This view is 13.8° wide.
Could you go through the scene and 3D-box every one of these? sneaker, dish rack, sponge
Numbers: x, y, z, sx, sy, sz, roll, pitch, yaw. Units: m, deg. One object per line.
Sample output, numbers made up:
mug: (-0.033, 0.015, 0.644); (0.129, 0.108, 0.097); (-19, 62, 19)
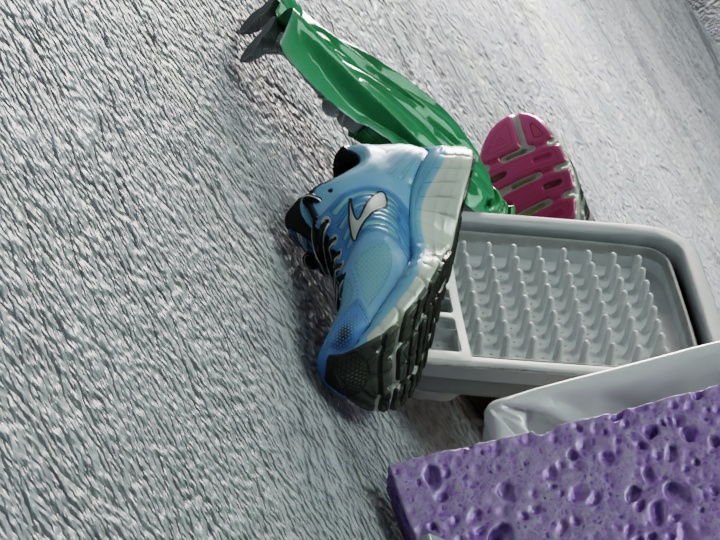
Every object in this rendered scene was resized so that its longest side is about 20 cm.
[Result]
sneaker: (0.140, -0.011, 2.051); (0.201, 0.073, 0.087); (67, 15, 12)
dish rack: (0.095, 0.026, 1.630); (0.172, 0.198, 0.044); (-98, -167, -61)
sneaker: (0.000, 0.000, 1.531); (0.200, 0.089, 0.079); (-72, 174, -56)
sponge: (0.123, 0.123, 1.438); (0.030, 0.199, 0.112); (96, -23, -55)

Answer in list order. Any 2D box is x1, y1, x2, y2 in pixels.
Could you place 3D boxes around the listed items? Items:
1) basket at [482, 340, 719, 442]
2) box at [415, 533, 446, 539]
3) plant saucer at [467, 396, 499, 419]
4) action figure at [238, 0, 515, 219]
basket: (0.171, 0.130, 1.534); (0.124, 0.199, 0.136); (91, -18, -53)
box: (0.058, 0.216, 1.189); (0.177, 0.096, 0.200); (62, 12, 22)
plant saucer: (0.074, 0.033, 1.785); (0.201, 0.034, 0.201); (54, 15, -21)
action figure: (0.016, -0.081, 1.707); (0.200, 0.055, 0.118); (40, 20, -19)
